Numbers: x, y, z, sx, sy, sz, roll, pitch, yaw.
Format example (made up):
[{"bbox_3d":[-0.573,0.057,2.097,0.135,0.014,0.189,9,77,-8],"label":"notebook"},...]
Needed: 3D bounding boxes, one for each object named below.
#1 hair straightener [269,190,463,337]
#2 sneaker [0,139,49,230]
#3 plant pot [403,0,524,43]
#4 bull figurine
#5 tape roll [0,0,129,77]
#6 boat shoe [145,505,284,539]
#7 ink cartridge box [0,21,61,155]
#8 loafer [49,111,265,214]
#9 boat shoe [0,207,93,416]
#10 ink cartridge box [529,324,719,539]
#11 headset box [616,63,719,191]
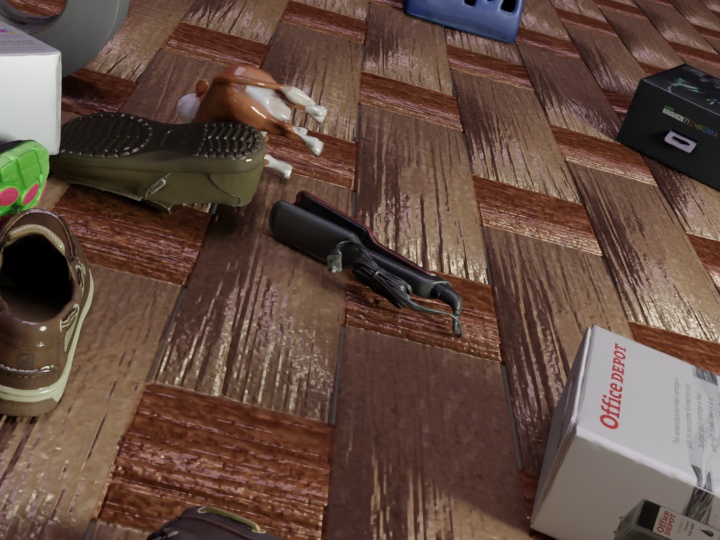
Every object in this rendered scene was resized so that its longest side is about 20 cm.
[{"bbox_3d":[0.000,0.000,0.821,0.199,0.041,0.077,35,33,21],"label":"hair straightener"},{"bbox_3d":[-0.296,-0.057,0.704,0.083,0.077,0.200,29,29,14],"label":"sneaker"},{"bbox_3d":[0.189,-0.515,1.681,0.197,0.182,0.201,15,28,-6],"label":"plant pot"},{"bbox_3d":[-0.104,-0.136,0.910,0.120,0.066,0.200,20,-6,-15],"label":"bull figurine"},{"bbox_3d":[-0.324,-0.288,0.967,0.197,0.202,0.066,14,27,-6],"label":"tape roll"},{"bbox_3d":[-0.016,0.170,0.467,0.198,0.073,0.060,20,31,17],"label":"boat shoe"},{"bbox_3d":[-0.351,-0.157,0.809,0.144,0.089,0.199,-12,28,-40],"label":"ink cartridge box"},{"bbox_3d":[-0.174,-0.084,0.836,0.197,0.068,0.076,6,39,13],"label":"loafer"},{"bbox_3d":[-0.206,0.003,0.648,0.074,0.076,0.203,5,30,-21],"label":"boat shoe"},{"bbox_3d":[0.220,0.134,0.648,0.198,0.084,0.147,23,28,8],"label":"ink cartridge box"},{"bbox_3d":[0.469,-0.197,1.366,0.173,0.094,0.199,31,31,23],"label":"headset box"}]
